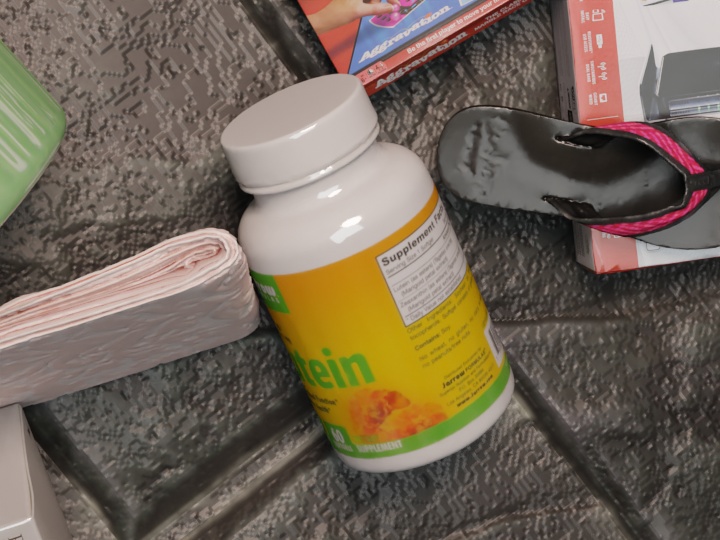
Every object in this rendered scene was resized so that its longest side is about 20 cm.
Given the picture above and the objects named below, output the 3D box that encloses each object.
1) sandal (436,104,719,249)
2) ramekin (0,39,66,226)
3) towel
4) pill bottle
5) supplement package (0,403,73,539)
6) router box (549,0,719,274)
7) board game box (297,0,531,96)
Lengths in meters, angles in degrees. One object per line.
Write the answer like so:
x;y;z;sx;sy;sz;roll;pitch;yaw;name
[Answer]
0.141;-0.051;1.055;0.200;0.045;0.075;6;99;1;sandal
-0.245;-0.047;0.985;0.200;0.200;0.098;-46;107;0;ramekin
-0.148;0.033;1.008;0.191;0.200;0.032;-17;81;-3;towel
0.000;0.000;1.044;0.111;0.111;0.200;-26;112;-3;pill bottle
-0.257;0.177;1.033;0.200;0.120;0.121;-18;119;-5;supplement package
0.206;-0.110;1.106;0.179;0.049;0.200;-8;98;-6;router box
0.059;-0.186;1.059;0.200;0.019;0.103;-30;69;3;board game box
